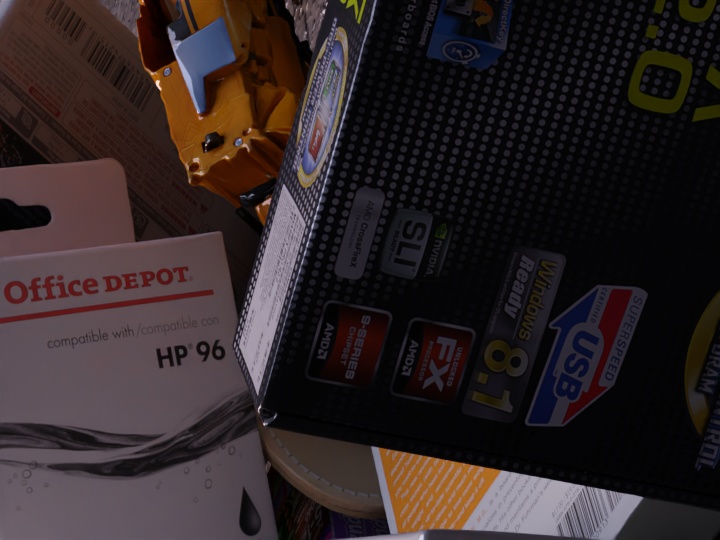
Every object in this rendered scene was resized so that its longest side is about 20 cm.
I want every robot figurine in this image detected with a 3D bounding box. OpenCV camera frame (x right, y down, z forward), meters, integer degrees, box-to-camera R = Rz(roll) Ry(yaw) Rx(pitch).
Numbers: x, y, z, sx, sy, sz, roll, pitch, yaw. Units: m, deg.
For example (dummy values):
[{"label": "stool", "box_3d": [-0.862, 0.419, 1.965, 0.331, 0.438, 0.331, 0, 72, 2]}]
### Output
[{"label": "robot figurine", "box_3d": [-0.042, -0.097, 0.822, 0.058, 0.145, 0.201, -24, 56, 15]}]

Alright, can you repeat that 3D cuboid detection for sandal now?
[{"label": "sandal", "box_3d": [-0.006, -0.001, 0.858, 0.212, 0.077, 0.070, -94, 16, -54]}]

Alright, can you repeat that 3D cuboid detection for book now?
[{"label": "book", "box_3d": [0.052, 0.042, 0.699, 0.200, 0.048, 0.134, -100, 30, -49]}]

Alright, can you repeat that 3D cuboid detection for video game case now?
[{"label": "video game case", "box_3d": [-0.101, -0.001, 0.893, 0.023, 0.200, 0.182, -19, 37, 44]}]

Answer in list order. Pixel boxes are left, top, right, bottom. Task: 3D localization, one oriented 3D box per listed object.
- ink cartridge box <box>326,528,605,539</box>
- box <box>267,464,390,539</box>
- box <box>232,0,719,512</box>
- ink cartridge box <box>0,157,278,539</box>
[{"label": "ink cartridge box", "box_3d": [0.030, 0.102, 0.542, 0.200, 0.117, 0.068, -14, 71, 57]}, {"label": "box", "box_3d": [-0.029, 0.159, 0.891, 0.137, 0.039, 0.201, -100, 27, -51]}, {"label": "box", "box_3d": [0.074, -0.049, 0.489, 0.044, 0.159, 0.201, -120, 45, -67]}, {"label": "ink cartridge box", "box_3d": [-0.103, 0.054, 0.799, 0.068, 0.116, 0.201, -18, 82, 54]}]
